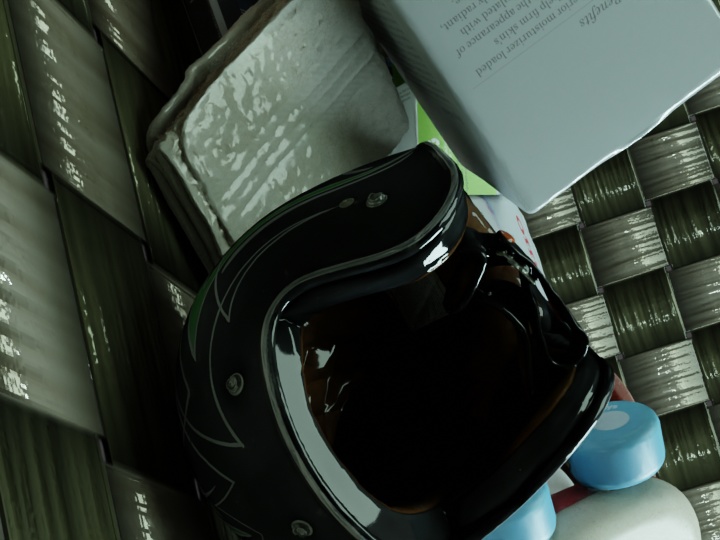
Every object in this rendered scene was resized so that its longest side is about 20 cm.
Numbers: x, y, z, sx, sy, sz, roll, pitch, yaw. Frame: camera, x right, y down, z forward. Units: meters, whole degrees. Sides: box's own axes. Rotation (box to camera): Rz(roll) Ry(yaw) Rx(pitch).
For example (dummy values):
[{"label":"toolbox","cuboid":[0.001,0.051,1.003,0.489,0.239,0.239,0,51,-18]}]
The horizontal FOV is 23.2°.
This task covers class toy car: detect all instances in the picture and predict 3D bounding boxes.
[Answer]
[{"label":"toy car","cuboid":[0.102,0.182,1.150,0.200,0.176,0.186,17,-52,55]}]

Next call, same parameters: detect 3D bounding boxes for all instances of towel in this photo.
[{"label":"towel","cuboid":[-0.045,-0.080,1.017,0.200,0.034,0.133,-52,129,-38]}]

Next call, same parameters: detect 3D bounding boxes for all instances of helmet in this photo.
[{"label":"helmet","cuboid":[0.004,0.051,0.847,0.200,0.190,0.200,51,1,-2]}]

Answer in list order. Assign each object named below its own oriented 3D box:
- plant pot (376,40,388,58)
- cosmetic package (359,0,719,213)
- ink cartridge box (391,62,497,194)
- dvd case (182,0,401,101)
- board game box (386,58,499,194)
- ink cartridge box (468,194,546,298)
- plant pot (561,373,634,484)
[{"label":"plant pot","cuboid":[-0.025,-0.260,1.376,0.200,0.198,0.175,47,44,-69]},{"label":"cosmetic package","cuboid":[0.096,-0.173,1.082,0.201,0.164,0.165,55,-2,-18]},{"label":"ink cartridge box","cuboid":[0.034,-0.124,1.368,0.148,0.075,0.202,-23,-113,58]},{"label":"dvd case","cuboid":[-0.061,-0.187,1.129,0.150,0.025,0.201,14,43,-41]},{"label":"board game box","cuboid":[0.066,-0.075,1.447,0.200,0.061,0.201,44,-55,54]},{"label":"ink cartridge box","cuboid":[0.062,0.035,1.047,0.200,0.085,0.149,-3,73,-75]},{"label":"plant pot","cuboid":[0.125,0.171,1.390,0.195,0.199,0.202,70,4,-70]}]
